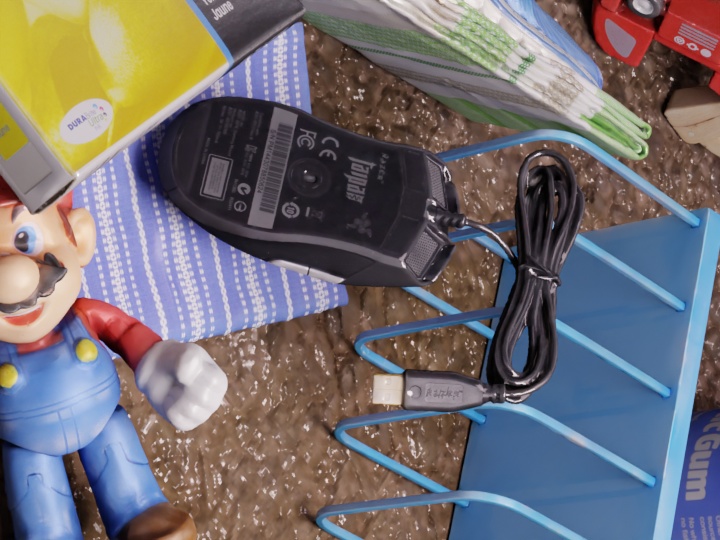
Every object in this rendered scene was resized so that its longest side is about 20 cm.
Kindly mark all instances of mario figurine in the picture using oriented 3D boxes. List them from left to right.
[{"bbox_3d":[-0.136,0.040,1.138,0.123,0.106,0.201,-30,106,-44],"label":"mario figurine"}]

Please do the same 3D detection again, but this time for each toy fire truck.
[{"bbox_3d":[0.215,-0.099,1.541,0.199,0.141,0.049,26,58,3],"label":"toy fire truck"}]

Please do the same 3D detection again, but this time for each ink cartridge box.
[{"bbox_3d":[-0.137,-0.148,1.160,0.200,0.047,0.198,54,39,-6],"label":"ink cartridge box"}]

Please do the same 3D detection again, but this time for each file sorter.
[{"bbox_3d":[0.073,0.050,1.338,0.123,0.138,0.201,30,62,-37],"label":"file sorter"}]

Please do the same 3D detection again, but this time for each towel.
[{"bbox_3d":[-0.083,-0.039,1.268,0.200,0.024,0.145,-12,92,-48],"label":"towel"},{"bbox_3d":[0.033,-0.114,1.313,0.200,0.149,0.031,28,85,-38],"label":"towel"}]

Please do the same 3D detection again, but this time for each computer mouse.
[{"bbox_3d":[0.000,0.000,1.252,0.199,0.046,0.141,10,62,-7],"label":"computer mouse"}]

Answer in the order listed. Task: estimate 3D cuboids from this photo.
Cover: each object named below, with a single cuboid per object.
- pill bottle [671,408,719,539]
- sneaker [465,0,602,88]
[{"bbox_3d":[0.232,0.124,1.446,0.112,0.200,0.113,11,74,-46],"label":"pill bottle"},{"bbox_3d":[0.062,-0.151,1.406,0.200,0.078,0.089,40,58,-35],"label":"sneaker"}]
